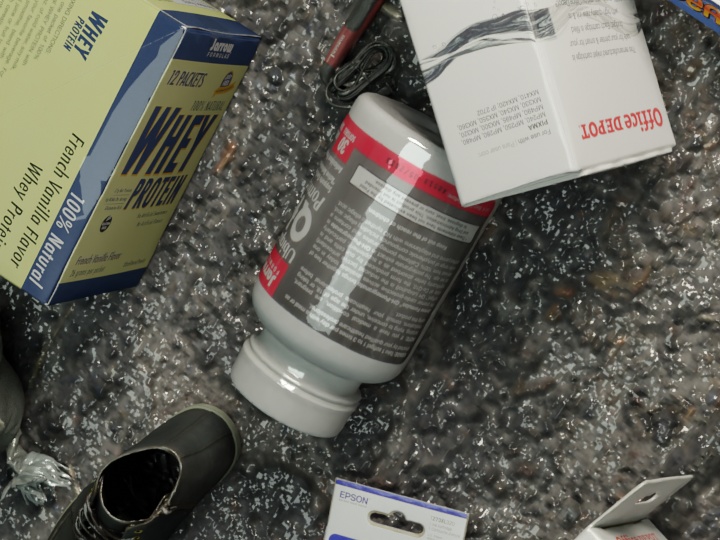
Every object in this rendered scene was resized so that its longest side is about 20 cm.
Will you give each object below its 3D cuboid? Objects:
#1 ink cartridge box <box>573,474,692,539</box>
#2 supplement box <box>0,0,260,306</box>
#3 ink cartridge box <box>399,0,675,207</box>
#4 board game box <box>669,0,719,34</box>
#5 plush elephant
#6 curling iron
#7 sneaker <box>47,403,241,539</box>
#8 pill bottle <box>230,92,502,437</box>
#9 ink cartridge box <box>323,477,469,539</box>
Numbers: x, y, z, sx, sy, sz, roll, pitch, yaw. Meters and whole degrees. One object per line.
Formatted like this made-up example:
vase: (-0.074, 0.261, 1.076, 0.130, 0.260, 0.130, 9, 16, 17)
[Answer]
ink cartridge box: (0.138, 0.215, 1.025, 0.200, 0.116, 0.068, -48, 69, 16)
supplement box: (-0.209, -0.117, 1.094, 0.199, 0.134, 0.201, 32, 103, 12)
ink cartridge box: (0.097, -0.149, 0.986, 0.084, 0.144, 0.201, -16, 90, 35)
board game box: (0.261, -0.183, 0.972, 0.199, 0.034, 0.136, 36, 79, 11)
plush elephant: (-0.304, 0.102, 1.132, 0.200, 0.155, 0.165, 40, 105, 10)
curling iron: (0.032, -0.193, 1.074, 0.049, 0.026, 0.201, 25, 97, -8)
sneaker: (-0.172, 0.171, 1.125, 0.075, 0.106, 0.200, 43, 105, 9)
pill bottle: (0.000, 0.000, 1.055, 0.110, 0.111, 0.201, 32, 103, 12)
ink cartridge box: (0.013, 0.241, 1.113, 0.094, 0.037, 0.202, 13, 101, 16)
